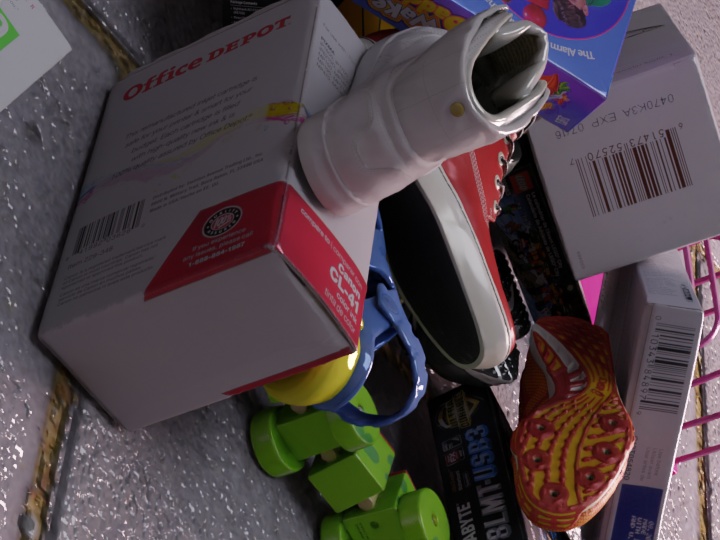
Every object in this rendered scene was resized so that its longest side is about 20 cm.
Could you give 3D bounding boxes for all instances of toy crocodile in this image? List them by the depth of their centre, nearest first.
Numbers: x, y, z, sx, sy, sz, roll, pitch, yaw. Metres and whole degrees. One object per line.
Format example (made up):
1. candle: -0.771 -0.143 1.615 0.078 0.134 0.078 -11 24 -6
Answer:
1. toy crocodile: -0.002 0.114 1.244 0.201 0.067 0.062 59 27 -20

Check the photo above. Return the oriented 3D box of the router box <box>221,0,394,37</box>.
1. router box: -0.025 -0.130 1.327 0.200 0.051 0.151 -48 140 -62

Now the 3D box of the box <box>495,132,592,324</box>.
1. box: 0.116 -0.042 1.536 0.200 0.037 0.138 -93 162 -67

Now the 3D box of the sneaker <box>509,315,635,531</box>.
1. sneaker: 0.126 0.103 1.319 0.200 0.072 0.078 -71 169 -62

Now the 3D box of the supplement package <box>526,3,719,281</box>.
1. supplement package: 0.171 -0.089 1.443 0.200 0.116 0.118 -86 156 -75

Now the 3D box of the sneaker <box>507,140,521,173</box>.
1. sneaker: 0.047 -0.083 1.404 0.077 0.087 0.200 35 19 -8

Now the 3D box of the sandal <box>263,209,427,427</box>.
1. sandal: -0.011 0.014 1.180 0.087 0.079 0.201 36 31 -29

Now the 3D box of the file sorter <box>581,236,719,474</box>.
1. file sorter: 0.237 0.041 1.694 0.200 0.125 0.140 41 37 -44

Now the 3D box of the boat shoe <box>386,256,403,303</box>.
1. boat shoe: 0.000 0.000 1.340 0.200 0.071 0.060 -31 141 -75

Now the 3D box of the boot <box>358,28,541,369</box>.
1. boot: 0.076 -0.053 1.263 0.143 0.072 0.202 -19 85 -33

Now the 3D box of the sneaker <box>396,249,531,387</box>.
1. sneaker: 0.055 0.040 1.363 0.200 0.079 0.074 -29 98 -78

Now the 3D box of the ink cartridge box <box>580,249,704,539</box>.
1. ink cartridge box: 0.174 0.086 1.419 0.200 0.040 0.202 -88 -174 -73

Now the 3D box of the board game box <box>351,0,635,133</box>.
1. board game box: 0.064 -0.187 1.250 0.199 0.045 0.135 30 56 -14

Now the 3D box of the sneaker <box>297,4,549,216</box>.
1. sneaker: 0.053 -0.092 1.114 0.074 0.115 0.200 61 25 -12

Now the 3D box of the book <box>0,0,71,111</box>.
1. book: -0.226 -0.111 1.009 0.134 0.048 0.200 58 30 -14

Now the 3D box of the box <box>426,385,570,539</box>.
1. box: 0.110 0.195 1.343 0.200 0.049 0.199 -101 165 -61

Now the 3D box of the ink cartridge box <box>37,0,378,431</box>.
1. ink cartridge box: -0.069 -0.033 1.131 0.086 0.147 0.201 51 32 -32
